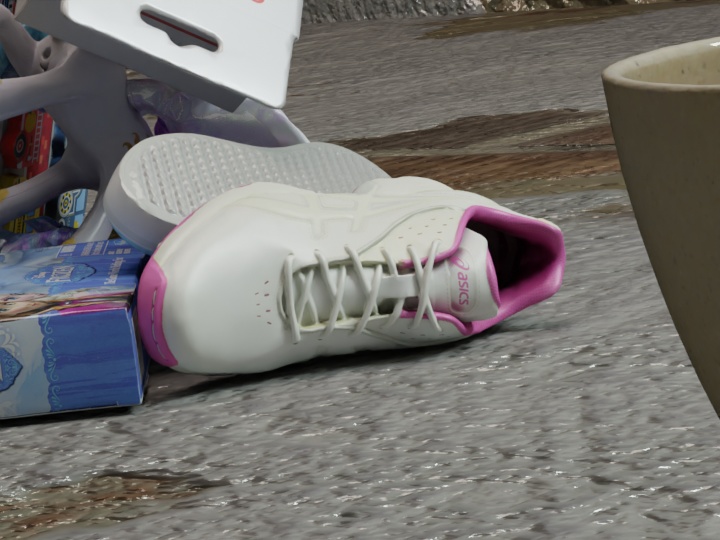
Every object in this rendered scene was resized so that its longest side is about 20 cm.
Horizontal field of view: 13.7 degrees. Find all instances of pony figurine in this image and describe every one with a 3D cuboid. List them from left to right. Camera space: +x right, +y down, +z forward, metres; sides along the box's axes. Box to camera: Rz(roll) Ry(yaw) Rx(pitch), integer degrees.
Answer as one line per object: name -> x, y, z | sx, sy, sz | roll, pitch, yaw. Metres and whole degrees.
pony figurine -> -0.114, -0.061, 1.408 | 0.166, 0.194, 0.200 | 1, 31, 43

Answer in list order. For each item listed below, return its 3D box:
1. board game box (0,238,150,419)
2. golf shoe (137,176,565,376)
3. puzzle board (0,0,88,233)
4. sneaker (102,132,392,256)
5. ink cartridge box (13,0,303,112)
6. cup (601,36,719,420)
board game box -> -0.186, 0.029, 1.232 | 0.198, 0.044, 0.200 | -8, 9, -1
golf shoe -> 0.000, 0.000, 1.203 | 0.091, 0.076, 0.200 | 6, 15, 44
puzzle board -> -0.166, -0.084, 1.477 | 0.017, 0.201, 0.151 | 12, 15, 21
sneaker -> -0.051, -0.007, 1.296 | 0.074, 0.082, 0.200 | 42, 21, 26
ink cartridge box -> -0.087, -0.153, 1.358 | 0.115, 0.201, 0.067 | 22, -39, -21
cup -> 0.163, 0.013, 0.721 | 0.199, 0.144, 0.200 | -6, 7, 1
